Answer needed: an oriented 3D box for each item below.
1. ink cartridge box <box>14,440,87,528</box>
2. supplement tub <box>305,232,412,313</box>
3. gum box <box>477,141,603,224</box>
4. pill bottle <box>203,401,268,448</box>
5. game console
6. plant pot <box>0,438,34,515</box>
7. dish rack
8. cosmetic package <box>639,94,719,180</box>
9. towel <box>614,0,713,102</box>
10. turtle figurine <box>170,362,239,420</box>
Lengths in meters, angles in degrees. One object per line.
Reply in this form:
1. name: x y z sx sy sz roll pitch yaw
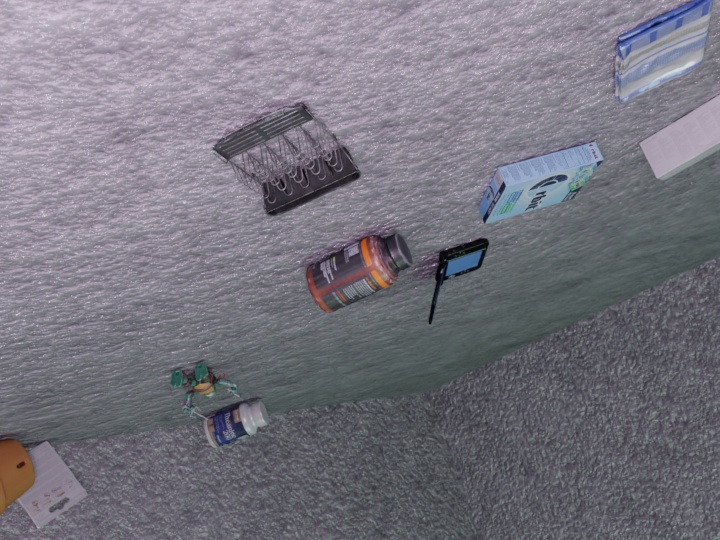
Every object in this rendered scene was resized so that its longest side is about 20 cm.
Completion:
1. ink cartridge box: -0.875 0.590 2.077 0.162 0.200 0.050 -31 167 -47
2. supplement tub: 0.000 0.000 1.483 0.199 0.108 0.107 -25 161 18
3. gum box: 0.341 -0.166 1.454 0.199 0.045 0.170 -16 162 -10
4. pill bottle: -0.415 0.512 2.542 0.199 0.112 0.111 -21 162 4
5. game console: 0.229 0.029 1.790 0.175 0.117 0.200 -18 163 -4
6. plant pot: -0.935 0.525 1.940 0.200 0.201 0.140 -35 173 40
7. dish rack: -0.100 -0.150 1.027 0.153 0.055 0.200 -24 161 12
8. cosmetic package: 0.644 -0.259 1.441 0.200 0.083 0.050 -32 161 36
9. towel: 0.453 -0.326 1.137 0.146 0.024 0.200 -24 161 12
10. turtle figurine: -0.409 0.307 1.972 0.149 0.101 0.200 -33 147 -5
